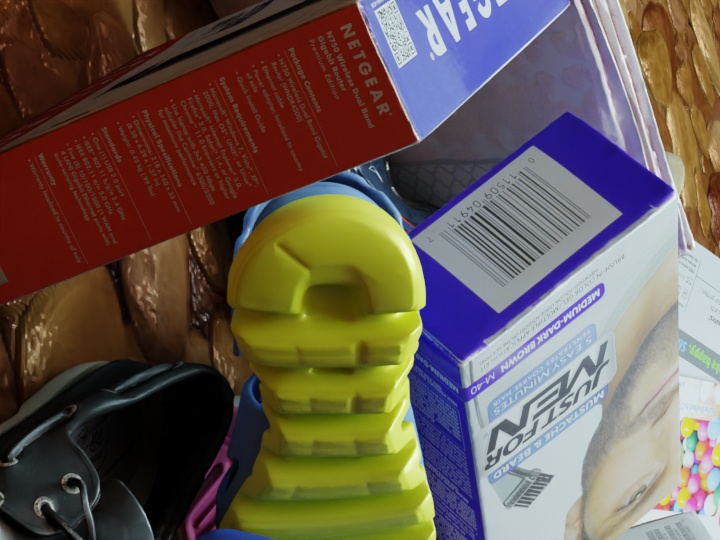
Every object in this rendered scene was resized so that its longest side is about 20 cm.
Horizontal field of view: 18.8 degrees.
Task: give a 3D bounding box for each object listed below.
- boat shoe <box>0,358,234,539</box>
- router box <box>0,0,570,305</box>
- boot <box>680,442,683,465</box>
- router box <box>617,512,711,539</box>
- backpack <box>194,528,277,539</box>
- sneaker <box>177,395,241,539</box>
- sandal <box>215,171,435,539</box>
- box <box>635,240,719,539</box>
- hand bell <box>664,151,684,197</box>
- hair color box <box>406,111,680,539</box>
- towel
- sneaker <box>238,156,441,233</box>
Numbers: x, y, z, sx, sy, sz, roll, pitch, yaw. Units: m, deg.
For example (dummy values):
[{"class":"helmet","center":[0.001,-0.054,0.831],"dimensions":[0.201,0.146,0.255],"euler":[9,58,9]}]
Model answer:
[{"class":"boat shoe","center":[-0.093,0.084,0.716],"dimensions":[0.199,0.066,0.075],"euler":[-45,120,-63]},{"class":"router box","center":[-0.035,-0.063,0.775],"dimensions":[0.049,0.179,0.200],"euler":[65,24,-10]},{"class":"boot","center":[0.068,0.100,1.021],"dimensions":[0.200,0.073,0.156],"euler":[35,43,-26]},{"class":"router box","center":[0.170,0.239,0.972],"dimensions":[0.200,0.049,0.180],"euler":[-117,-167,-57]},{"class":"backpack","center":[-0.019,0.192,0.676],"dimensions":[0.200,0.168,0.163],"euler":[-55,140,-40]},{"class":"sneaker","center":[-0.016,0.120,0.869],"dimensions":[0.200,0.081,0.088],"euler":[56,-3,-31]},{"class":"sandal","center":[-0.012,0.044,0.757],"dimensions":[0.087,0.079,0.200],"euler":[-96,-169,-56]},{"class":"box","center":[0.161,0.088,1.200],"dimensions":[0.156,0.041,0.200],"euler":[31,76,-43]},{"class":"hand bell","center":[0.041,-0.074,0.995],"dimensions":[0.200,0.104,0.104],"euler":[39,37,-16]},{"class":"hair color box","center":[0.068,0.046,0.855],"dimensions":[0.109,0.065,0.200],"euler":[-37,148,-18]},{"class":"towel","center":[0.029,-0.081,0.927],"dimensions":[0.032,0.200,0.191],"euler":[-47,126,-39]},{"class":"sneaker","center":[0.000,0.000,0.938],"dimensions":[0.200,0.075,0.078],"euler":[46,52,-6]}]
